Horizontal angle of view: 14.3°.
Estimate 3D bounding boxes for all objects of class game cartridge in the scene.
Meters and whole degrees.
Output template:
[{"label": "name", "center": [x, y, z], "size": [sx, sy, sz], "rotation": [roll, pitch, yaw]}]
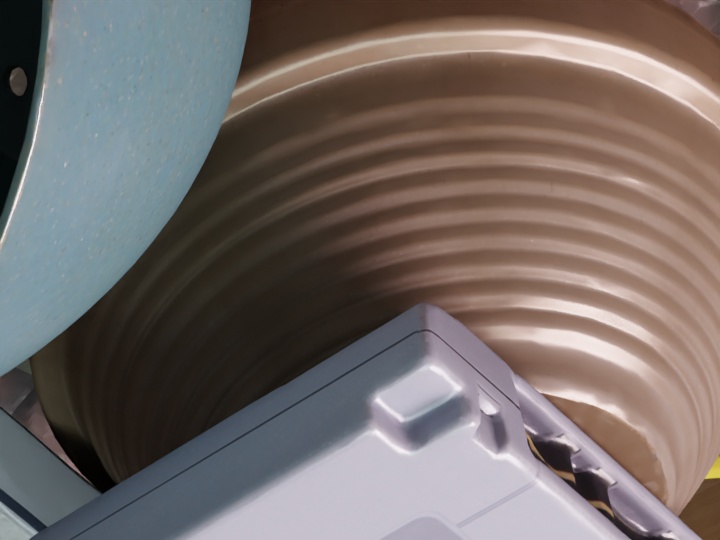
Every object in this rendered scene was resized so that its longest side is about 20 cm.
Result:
[{"label": "game cartridge", "center": [0.017, 0.094, 0.681], "size": [0.133, 0.041, 0.200], "rotation": [-33, 133, 16]}]

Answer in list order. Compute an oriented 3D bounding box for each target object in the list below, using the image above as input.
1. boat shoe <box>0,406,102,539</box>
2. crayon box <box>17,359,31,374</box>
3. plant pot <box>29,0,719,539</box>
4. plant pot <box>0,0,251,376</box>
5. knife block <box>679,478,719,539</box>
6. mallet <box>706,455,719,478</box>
[{"label": "boat shoe", "center": [-0.124, 0.068, 0.738], "size": [0.202, 0.075, 0.086], "rotation": [40, 79, -7]}, {"label": "crayon box", "center": [0.000, 0.000, 0.777], "size": [0.125, 0.052, 0.200], "rotation": [26, 126, -33]}, {"label": "plant pot", "center": [0.019, 0.027, 0.705], "size": [0.199, 0.093, 0.202], "rotation": [-6, 136, -6]}, {"label": "plant pot", "center": [-0.099, -0.064, 0.608], "size": [0.200, 0.201, 0.134], "rotation": [-44, 161, 29]}, {"label": "knife block", "center": [0.038, 0.122, 0.903], "size": [0.174, 0.064, 0.201], "rotation": [-1, 136, -13]}, {"label": "mallet", "center": [0.110, 0.060, 0.812], "size": [0.199, 0.066, 0.041], "rotation": [-2, 143, 20]}]
